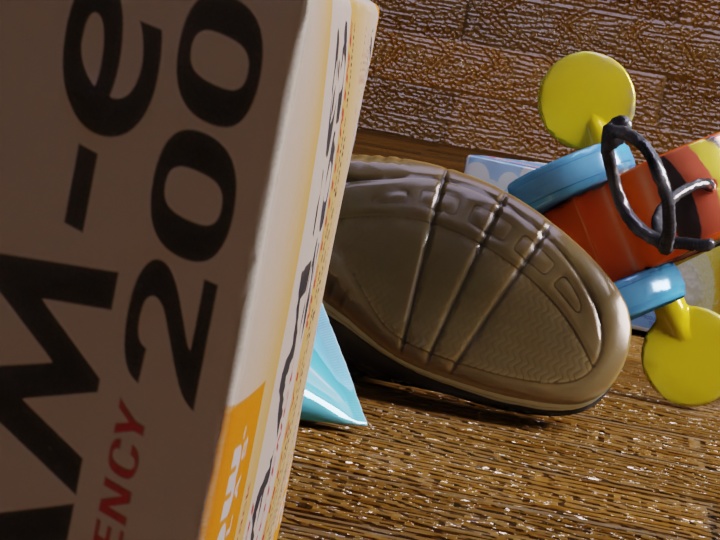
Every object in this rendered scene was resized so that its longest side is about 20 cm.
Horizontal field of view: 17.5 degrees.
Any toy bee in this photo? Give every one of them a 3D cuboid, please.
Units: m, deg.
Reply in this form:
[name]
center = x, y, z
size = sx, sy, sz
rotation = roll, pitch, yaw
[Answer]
[toy bee]
center = 0.117, -0.014, 0.865
size = 0.108, 0.132, 0.200
rotation = -19, 15, -19

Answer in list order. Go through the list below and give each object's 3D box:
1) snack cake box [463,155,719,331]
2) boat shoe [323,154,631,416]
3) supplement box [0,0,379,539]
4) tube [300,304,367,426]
[snack cake box]
center = 0.156, -0.005, 1.143
size = 0.199, 0.068, 0.115
rotation = 13, 7, 23
[boat shoe]
center = 0.000, 0.000, 0.810
size = 0.199, 0.073, 0.065
rotation = 25, -23, 15
[supplement box]
center = -0.045, 0.006, 0.411
size = 0.073, 0.127, 0.200
rotation = 11, 7, 2
[tube]
center = -0.095, 0.009, 0.679
size = 0.199, 0.050, 0.078
rotation = 8, 46, -29
